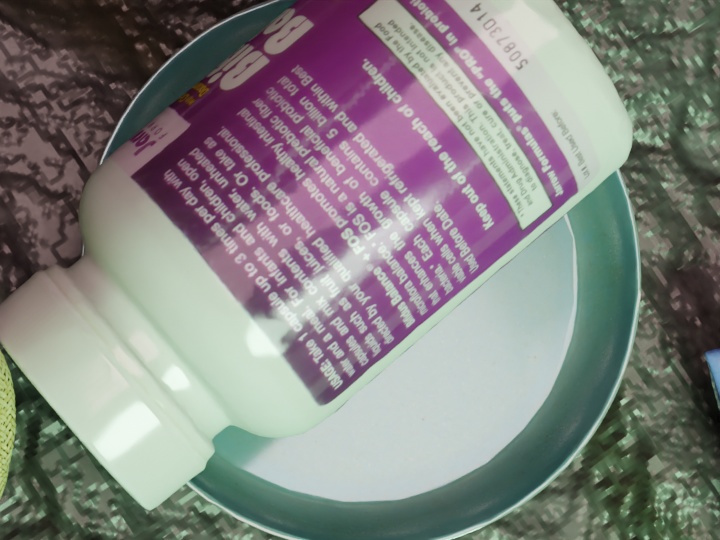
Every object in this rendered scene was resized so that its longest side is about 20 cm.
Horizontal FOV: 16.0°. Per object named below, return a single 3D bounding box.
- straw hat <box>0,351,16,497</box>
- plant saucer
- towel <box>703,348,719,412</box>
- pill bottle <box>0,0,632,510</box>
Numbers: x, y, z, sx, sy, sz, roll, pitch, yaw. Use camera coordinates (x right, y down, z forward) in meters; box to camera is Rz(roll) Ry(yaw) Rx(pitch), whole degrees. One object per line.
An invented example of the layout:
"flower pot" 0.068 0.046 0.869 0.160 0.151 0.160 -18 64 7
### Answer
"straw hat" -0.155 0.044 0.799 0.085 0.201 0.201 -13 83 -27
"plant saucer" 0.000 0.000 0.907 0.200 0.027 0.200 2 80 -10
"towel" 0.234 0.073 0.889 0.200 0.024 0.145 -14 91 3
"pill bottle" -0.019 -0.017 0.830 0.200 0.112 0.112 -40 90 -5
